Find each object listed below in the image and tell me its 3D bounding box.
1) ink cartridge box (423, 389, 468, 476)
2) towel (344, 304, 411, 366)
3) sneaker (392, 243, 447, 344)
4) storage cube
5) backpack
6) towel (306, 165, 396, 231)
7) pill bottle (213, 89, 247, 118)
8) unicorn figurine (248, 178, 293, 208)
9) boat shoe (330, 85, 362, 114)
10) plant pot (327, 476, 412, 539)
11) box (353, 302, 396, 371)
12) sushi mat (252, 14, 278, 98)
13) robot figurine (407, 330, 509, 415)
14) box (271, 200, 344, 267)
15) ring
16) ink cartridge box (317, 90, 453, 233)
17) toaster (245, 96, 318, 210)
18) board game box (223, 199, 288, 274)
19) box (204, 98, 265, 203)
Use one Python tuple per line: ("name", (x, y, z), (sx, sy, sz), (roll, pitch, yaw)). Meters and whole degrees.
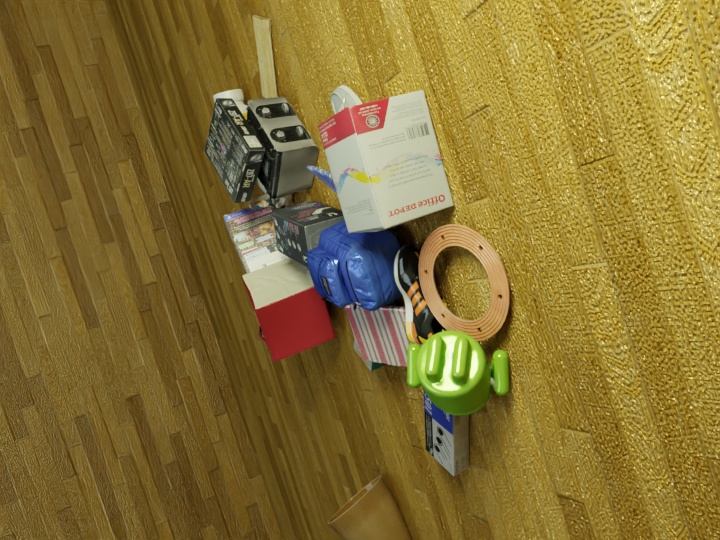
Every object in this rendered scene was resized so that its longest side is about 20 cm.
("ink cartridge box", (0.171, 0.303, 1.240), (0.094, 0.044, 0.201), (33, 136, 50))
("towel", (0.060, 0.131, 1.294), (0.199, 0.030, 0.147), (3, 121, 42))
("sneaker", (0.123, 0.047, 1.149), (0.090, 0.070, 0.201), (5, 111, 45))
("storage cube", (-0.186, 0.092, 1.614), (0.171, 0.199, 0.180), (-125, 17, -53))
("backpack", (0.000, 0.000, 1.237), (0.200, 0.168, 0.163), (23, 140, 56))
("towel", (-0.018, -0.147, 1.239), (0.145, 0.024, 0.200), (39, 176, -35))
("pill bottle", (-0.343, -0.395, 1.726), (0.111, 0.111, 0.201), (10, 115, 62))
("unicorn figurine", (-0.244, -0.215, 1.602), (0.074, 0.137, 0.201), (2, 122, 40))
("boat shoe", (-0.017, -0.261, 1.203), (0.074, 0.065, 0.203), (-18, 91, 65))
("plant pot", (0.045, 0.689, 1.645), (0.200, 0.186, 0.186), (51, 151, 10))
("box", (0.030, 0.130, 1.401), (0.082, 0.049, 0.201), (49, 148, 37))
("sushi mat", (-0.233, -0.518, 1.526), (0.096, 0.012, 0.201), (39, 141, 46))
("robot figurine", (0.160, 0.176, 1.044), (0.200, 0.175, 0.116), (57, -143, -56))
("box", (-0.111, -0.087, 1.452), (0.200, 0.122, 0.107), (26, 129, 57))
("ring", (0.172, 0.020, 1.037), (0.200, 0.019, 0.201), (27, 126, 44))
("ink cartridge box", (0.041, -0.177, 1.049), (0.145, 0.145, 0.201), (-2, 105, 64))
("toaster", (-0.197, -0.287, 1.490), (0.181, 0.118, 0.200), (58, 152, 27))
("board game box", (-0.265, -0.076, 1.715), (0.097, 0.159, 0.201), (111, 136, -72))
("box", (-0.304, -0.287, 1.480), (0.200, 0.043, 0.161), (56, 138, 30))
